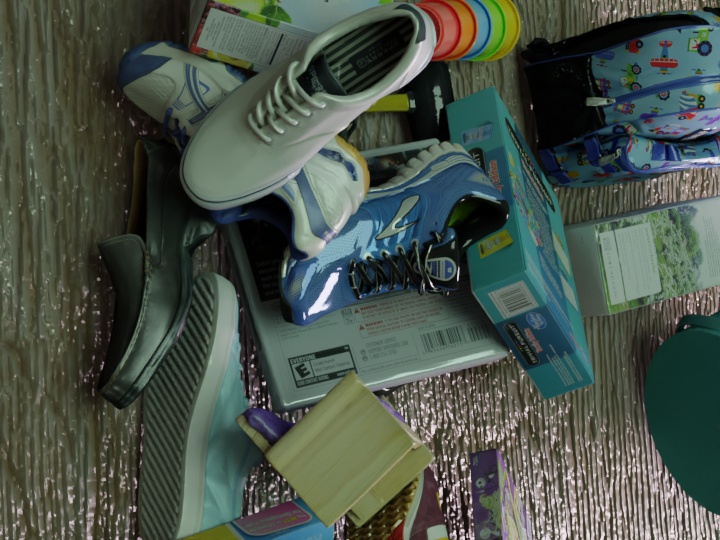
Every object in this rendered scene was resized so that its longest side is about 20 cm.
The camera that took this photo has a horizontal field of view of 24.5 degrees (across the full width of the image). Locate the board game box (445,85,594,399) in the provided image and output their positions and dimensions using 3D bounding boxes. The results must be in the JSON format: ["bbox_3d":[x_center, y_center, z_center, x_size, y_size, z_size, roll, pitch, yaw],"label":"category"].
[{"bbox_3d":[0.126,-0.022,1.321,0.151,0.046,0.202,54,23,-44],"label":"board game box"}]

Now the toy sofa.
[{"bbox_3d":[-0.013,0.118,1.165,0.083,0.200,0.098,-42,78,-1],"label":"toy sofa"}]

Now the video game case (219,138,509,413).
[{"bbox_3d":[0.000,0.000,1.257,0.198,0.023,0.184,-12,76,-26],"label":"video game case"}]

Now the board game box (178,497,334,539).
[{"bbox_3d":[-0.107,0.257,1.142,0.198,0.040,0.155,-14,114,-40],"label":"board game box"}]

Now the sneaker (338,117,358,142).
[{"bbox_3d":[-0.014,-0.137,1.252,0.113,0.076,0.202,-4,64,-22],"label":"sneaker"}]

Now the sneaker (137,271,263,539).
[{"bbox_3d":[-0.107,0.105,1.186,0.081,0.073,0.203,14,83,-44],"label":"sneaker"}]

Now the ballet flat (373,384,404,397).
[{"bbox_3d":[0.055,0.050,1.317,0.199,0.068,0.068,-38,94,-37],"label":"ballet flat"}]

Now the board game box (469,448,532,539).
[{"bbox_3d":[0.115,0.256,1.290,0.121,0.032,0.202,69,16,-50],"label":"board game box"}]

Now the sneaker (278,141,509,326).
[{"bbox_3d":[0.026,-0.019,1.195,0.199,0.089,0.079,-33,140,-22],"label":"sneaker"}]

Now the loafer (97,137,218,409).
[{"bbox_3d":[-0.155,-0.001,1.162,0.072,0.073,0.202,28,57,-23],"label":"loafer"}]

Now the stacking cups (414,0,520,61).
[{"bbox_3d":[0.072,-0.191,1.324,0.200,0.060,0.061,-26,102,-66],"label":"stacking cups"}]

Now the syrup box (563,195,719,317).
[{"bbox_3d":[0.253,-0.014,1.485,0.198,0.081,0.080,-13,93,-40],"label":"syrup box"}]

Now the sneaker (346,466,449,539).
[{"bbox_3d":[0.042,0.227,1.247,0.090,0.075,0.201,46,27,-26],"label":"sneaker"}]

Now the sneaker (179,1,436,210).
[{"bbox_3d":[-0.040,-0.114,1.083,0.199,0.071,0.073,-38,82,3],"label":"sneaker"}]

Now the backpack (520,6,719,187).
[{"bbox_3d":[0.266,-0.154,1.440,0.181,0.199,0.137,-6,87,-40],"label":"backpack"}]

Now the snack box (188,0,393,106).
[{"bbox_3d":[-0.050,-0.214,1.197,0.141,0.053,0.201,15,40,-18],"label":"snack box"}]

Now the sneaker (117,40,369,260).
[{"bbox_3d":[-0.094,-0.083,1.146,0.198,0.075,0.089,30,70,9],"label":"sneaker"}]

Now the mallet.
[{"bbox_3d":[-0.003,-0.123,1.323,0.198,0.041,0.067,-14,89,-36],"label":"mallet"}]

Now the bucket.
[{"bbox_3d":[0.362,0.117,1.486,0.134,0.206,0.210,-19,95,-33],"label":"bucket"}]
